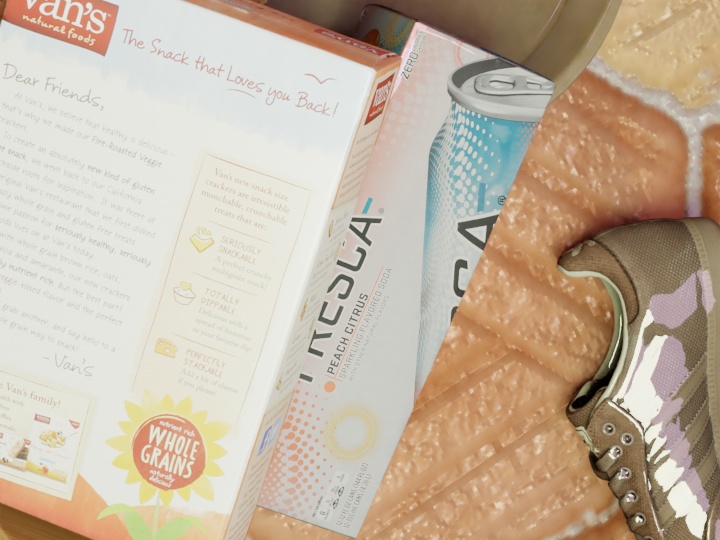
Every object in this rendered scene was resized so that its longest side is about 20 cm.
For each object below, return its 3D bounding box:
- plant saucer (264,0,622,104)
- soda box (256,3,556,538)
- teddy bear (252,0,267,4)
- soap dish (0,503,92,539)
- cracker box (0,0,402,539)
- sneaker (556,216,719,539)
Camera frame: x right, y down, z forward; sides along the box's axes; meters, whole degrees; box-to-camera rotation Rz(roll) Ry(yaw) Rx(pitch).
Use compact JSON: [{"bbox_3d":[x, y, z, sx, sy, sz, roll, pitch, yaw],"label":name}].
[{"bbox_3d":[0.023,-0.151,0.880,0.200,0.029,0.200,-1,93,-23],"label":"plant saucer"},{"bbox_3d":[0.000,0.000,0.842,0.068,0.064,0.200,21,96,-22],"label":"soda box"},{"bbox_3d":[-0.017,-0.169,0.811,0.200,0.067,0.145,-28,105,-18],"label":"teddy bear"},{"bbox_3d":[-0.095,0.190,0.822,0.200,0.081,0.158,26,83,-21],"label":"soap dish"},{"bbox_3d":[-0.080,-0.005,0.772,0.134,0.058,0.200,21,105,8],"label":"cracker box"},{"bbox_3d":[0.127,0.078,0.929,0.075,0.070,0.200,-5,92,-4],"label":"sneaker"}]
